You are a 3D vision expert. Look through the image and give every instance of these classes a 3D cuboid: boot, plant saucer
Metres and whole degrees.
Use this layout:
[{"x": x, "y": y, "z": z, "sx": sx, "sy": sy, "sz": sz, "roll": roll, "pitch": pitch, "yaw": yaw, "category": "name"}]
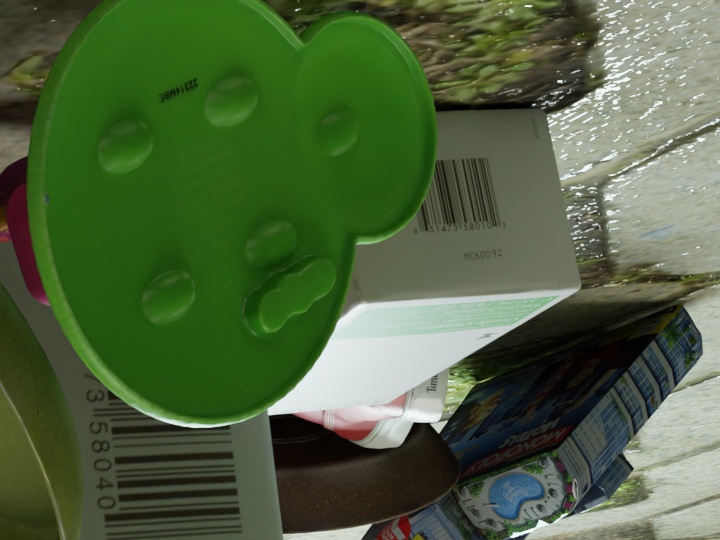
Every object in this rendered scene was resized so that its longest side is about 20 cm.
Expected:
[{"x": -0.038, "y": 0.050, "z": 1.331, "sx": 0.144, "sy": 0.073, "sz": 0.200, "roll": 6, "pitch": 171, "yaw": -6, "category": "boot"}, {"x": -0.042, "y": 0.105, "z": 1.448, "sx": 0.200, "sy": 0.035, "sz": 0.200, "roll": -1, "pitch": -166, "yaw": 0, "category": "plant saucer"}, {"x": -0.157, "y": 0.027, "z": 0.843, "sx": 0.031, "sy": 0.200, "sz": 0.200, "roll": -38, "pitch": -178, "yaw": -30, "category": "plant saucer"}]

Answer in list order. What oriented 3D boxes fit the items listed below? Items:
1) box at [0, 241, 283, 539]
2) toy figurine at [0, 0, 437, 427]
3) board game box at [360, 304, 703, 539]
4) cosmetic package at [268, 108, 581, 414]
[{"x": -0.158, "y": 0.082, "z": 1.070, "sx": 0.200, "sy": 0.199, "sz": 0.171, "roll": -1, "pitch": 165, "yaw": -24, "category": "box"}, {"x": -0.101, "y": -0.028, "z": 0.897, "sx": 0.184, "sy": 0.150, "sz": 0.200, "roll": -4, "pitch": -162, "yaw": 42, "category": "toy figurine"}, {"x": 0.093, "y": 0.123, "z": 1.483, "sx": 0.200, "sy": 0.062, "sz": 0.200, "roll": -26, "pitch": -165, "yaw": 50, "category": "board game box"}, {"x": 0.000, "y": 0.000, "z": 1.087, "sx": 0.107, "sy": 0.085, "sz": 0.200, "roll": -4, "pitch": 164, "yaw": -24, "category": "cosmetic package"}]
